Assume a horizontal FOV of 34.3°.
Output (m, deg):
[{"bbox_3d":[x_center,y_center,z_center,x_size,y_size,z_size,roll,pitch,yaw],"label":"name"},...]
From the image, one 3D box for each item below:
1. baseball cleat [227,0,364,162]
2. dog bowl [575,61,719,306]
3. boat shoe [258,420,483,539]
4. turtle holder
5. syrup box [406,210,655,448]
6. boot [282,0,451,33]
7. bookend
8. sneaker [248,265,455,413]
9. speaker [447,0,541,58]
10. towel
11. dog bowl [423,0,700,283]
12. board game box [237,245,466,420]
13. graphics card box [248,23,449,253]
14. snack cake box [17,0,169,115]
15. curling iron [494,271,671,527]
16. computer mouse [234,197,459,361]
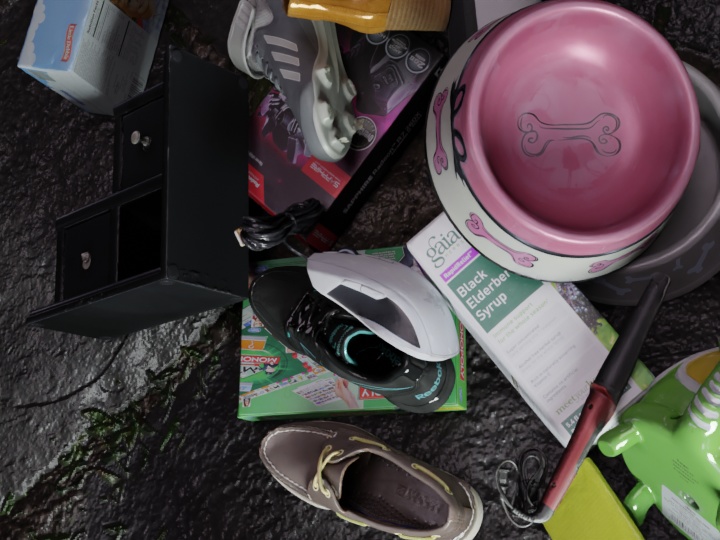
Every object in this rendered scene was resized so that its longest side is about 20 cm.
[{"bbox_3d":[-0.058,-0.167,0.989,0.105,0.070,0.203,-21,57,24],"label":"baseball cleat"},{"bbox_3d":[0.206,-0.077,0.902,0.197,0.059,0.204,-6,73,21],"label":"dog bowl"},{"bbox_3d":[-0.001,0.164,0.923,0.197,0.059,0.073,18,84,26],"label":"boat shoe"},{"bbox_3d":[0.241,0.108,0.773,0.131,0.187,0.140,-41,25,-15],"label":"turtle holder"},{"bbox_3d":[0.126,0.037,0.875,0.078,0.081,0.201,-39,73,0],"label":"syrup box"},{"bbox_3d":[-0.005,-0.262,0.970,0.141,0.072,0.203,7,38,-10],"label":"boot"},{"bbox_3d":[-0.195,-0.060,1.020,0.197,0.091,0.204,-15,69,40],"label":"bookend"},{"bbox_3d":[-0.015,0.043,0.922,0.198,0.079,0.076,25,87,28],"label":"sneaker"},{"bbox_3d":[0.107,-0.218,0.942,0.080,0.081,0.203,-14,53,19],"label":"speaker"},{"bbox_3d":[0.198,0.234,0.815,0.202,0.018,0.087,58,143,25],"label":"towel"},{"bbox_3d":[0.146,-0.096,0.810,0.196,0.074,0.204,1,83,-7],"label":"dog bowl"},{"bbox_3d":[-0.009,0.052,0.975,0.196,0.029,0.137,-5,75,22],"label":"board game box"},{"bbox_3d":[-0.021,-0.131,1.020,0.125,0.051,0.201,40,92,28],"label":"graphics card box"},{"bbox_3d":[-0.243,-0.263,1.116,0.066,0.115,0.204,9,79,25],"label":"snack cake box"},{"bbox_3d":[0.156,0.086,0.800,0.049,0.026,0.201,34,86,14],"label":"curling iron"},{"bbox_3d":[0.000,0.000,0.894,0.198,0.109,0.044,33,111,23],"label":"computer mouse"}]
